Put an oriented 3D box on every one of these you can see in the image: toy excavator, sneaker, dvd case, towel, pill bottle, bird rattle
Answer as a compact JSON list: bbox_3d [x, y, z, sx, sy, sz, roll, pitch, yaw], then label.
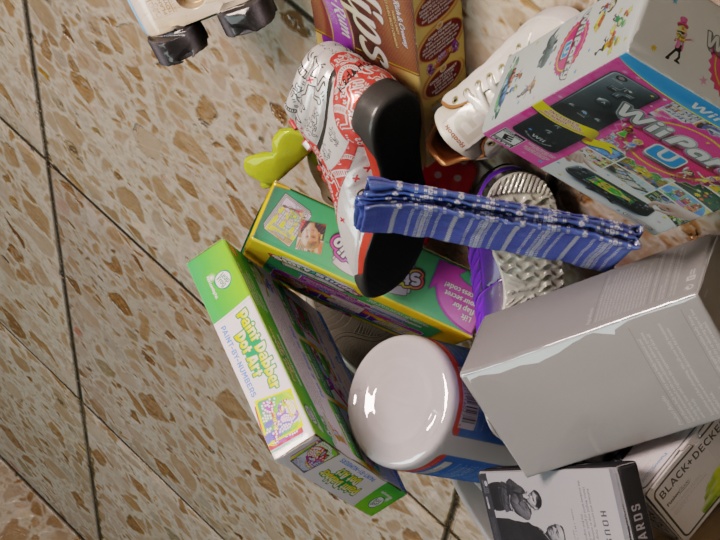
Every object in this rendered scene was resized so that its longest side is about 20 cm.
[{"bbox_3d":[-0.159,-0.259,1.531,0.193,0.200,0.100,-18,119,16],"label":"toy excavator"},{"bbox_3d":[-0.005,-0.081,1.402,0.108,0.067,0.202,40,147,35],"label":"sneaker"},{"bbox_3d":[0.005,0.094,1.786,0.200,0.075,0.106,50,153,-4],"label":"sneaker"},{"bbox_3d":[0.161,0.220,1.364,0.200,0.025,0.151,-15,88,63],"label":"dvd case"},{"bbox_3d":[0.092,-0.027,1.291,0.199,0.024,0.145,10,171,-1],"label":"towel"},{"bbox_3d":[0.089,0.123,1.546,0.112,0.113,0.199,28,-173,39],"label":"pill bottle"},{"bbox_3d":[0.106,-0.118,1.291,0.073,0.085,0.200,50,155,1],"label":"sneaker"},{"bbox_3d":[0.119,0.011,1.429,0.100,0.069,0.202,-128,36,-70],"label":"sneaker"},{"bbox_3d":[0.014,-0.079,1.539,0.199,0.113,0.163,24,160,20],"label":"bird rattle"}]

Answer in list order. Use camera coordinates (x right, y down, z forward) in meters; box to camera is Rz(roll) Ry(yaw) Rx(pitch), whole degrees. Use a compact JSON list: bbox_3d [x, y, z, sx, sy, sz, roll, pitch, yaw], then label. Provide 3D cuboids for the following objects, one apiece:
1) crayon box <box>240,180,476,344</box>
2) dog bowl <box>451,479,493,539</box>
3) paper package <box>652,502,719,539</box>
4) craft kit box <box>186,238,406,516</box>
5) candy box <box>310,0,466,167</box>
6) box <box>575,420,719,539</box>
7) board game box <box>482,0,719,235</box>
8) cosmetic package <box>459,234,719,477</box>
[{"bbox_3d":[0.000,0.000,1.545,0.199,0.059,0.173,24,170,-5],"label":"crayon box"},{"bbox_3d":[0.154,0.234,1.701,0.200,0.059,0.200,53,169,14],"label":"dog bowl"},{"bbox_3d":[0.237,0.285,1.522,0.104,0.200,0.190,53,157,-5],"label":"paper package"},{"bbox_3d":[-0.051,0.093,1.529,0.201,0.048,0.198,63,-171,30],"label":"craft kit box"},{"bbox_3d":[0.021,-0.185,1.373,0.116,0.056,0.201,35,154,29],"label":"candy box"},{"bbox_3d":[0.207,0.121,1.394,0.060,0.117,0.200,49,165,-27],"label":"box"},{"bbox_3d":[0.186,-0.101,1.145,0.147,0.065,0.200,28,160,-14],"label":"board game box"},{"bbox_3d":[0.185,0.064,1.314,0.199,0.090,0.107,-18,115,32],"label":"cosmetic package"}]
